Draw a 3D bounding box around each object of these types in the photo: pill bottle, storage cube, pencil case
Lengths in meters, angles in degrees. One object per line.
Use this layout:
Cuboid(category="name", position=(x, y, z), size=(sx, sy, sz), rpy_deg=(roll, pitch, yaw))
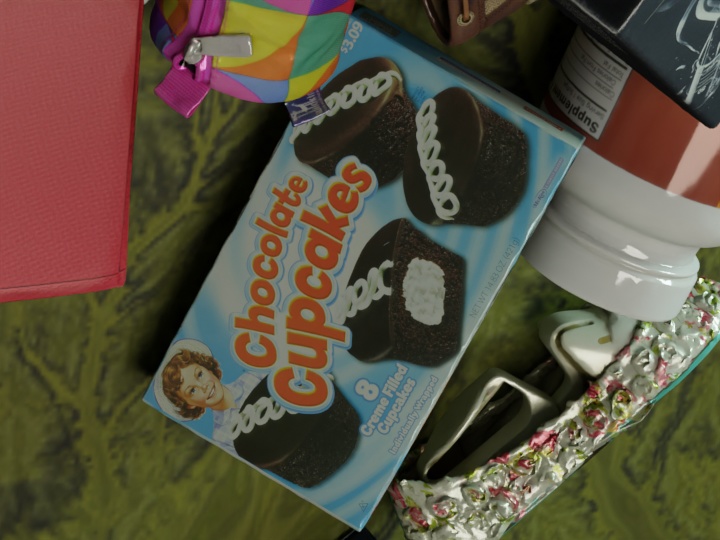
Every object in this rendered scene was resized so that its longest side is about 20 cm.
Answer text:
Cuboid(category="pill bottle", position=(0.146, -0.084, 1.184), size=(0.112, 0.112, 0.201), rpy_deg=(11, 113, -33))
Cuboid(category="storage cube", position=(-0.185, -0.102, 0.959), size=(0.199, 0.171, 0.181), rpy_deg=(-7, 121, -24))
Cuboid(category="pencil case", position=(-0.029, -0.152, 1.033), size=(0.088, 0.089, 0.201), rpy_deg=(-8, 138, -24))

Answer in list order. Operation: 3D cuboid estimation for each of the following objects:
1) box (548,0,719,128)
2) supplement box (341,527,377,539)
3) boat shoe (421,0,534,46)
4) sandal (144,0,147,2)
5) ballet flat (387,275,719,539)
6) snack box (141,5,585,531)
Cuboid(category="box", position=(0.142, -0.177, 1.016), size=(0.200, 0.104, 0.182), rpy_deg=(-52, 161, 6))
Cuboid(category="supplement box", position=(-0.004, 0.273, 1.269), size=(0.200, 0.200, 0.134), rpy_deg=(-39, 129, -1))
Cuboid(category="boat shoe", position=(0.018, -0.172, 1.091), size=(0.072, 0.072, 0.200), rpy_deg=(-36, 135, -5))
Cuboid(category="sandal", position=(-0.091, -0.199, 1.006), size=(0.059, 0.079, 0.208), rpy_deg=(5, 113, -14))
Cuboid(category="ballet flat", position=(0.092, 0.062, 1.275), size=(0.200, 0.076, 0.064), rpy_deg=(-43, 114, -3))
Cuboid(category="snack box", position=(0.000, 0.000, 1.167), size=(0.116, 0.037, 0.201), rpy_deg=(30, 106, 4))
